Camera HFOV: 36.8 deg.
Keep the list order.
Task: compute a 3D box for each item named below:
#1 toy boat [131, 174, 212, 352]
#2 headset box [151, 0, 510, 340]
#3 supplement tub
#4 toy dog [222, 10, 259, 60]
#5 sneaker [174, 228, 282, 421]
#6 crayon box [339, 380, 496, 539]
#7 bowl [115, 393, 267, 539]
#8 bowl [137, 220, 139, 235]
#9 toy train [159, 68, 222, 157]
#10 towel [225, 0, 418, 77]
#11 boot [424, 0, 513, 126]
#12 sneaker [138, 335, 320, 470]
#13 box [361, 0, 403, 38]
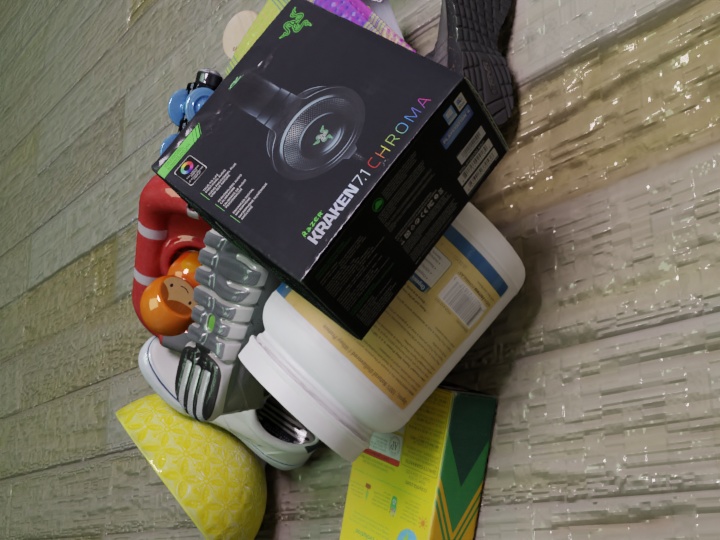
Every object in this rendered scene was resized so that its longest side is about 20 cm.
[{"bbox_3d":[-0.152,0.008,0.962,0.131,0.129,0.202,-62,-13,-54],"label":"toy boat"},{"bbox_3d":[-0.028,-0.082,0.776,0.175,0.093,0.199,-50,51,-5],"label":"headset box"},{"bbox_3d":[0.015,0.031,0.839,0.200,0.145,0.144,-48,36,-4],"label":"supplement tub"},{"bbox_3d":[-0.081,-0.137,1.012,0.095,0.131,0.204,14,108,39],"label":"toy dog"},{"bbox_3d":[-0.081,0.028,0.913,0.075,0.115,0.203,29,106,39],"label":"sneaker"},{"bbox_3d":[0.041,0.190,0.902,0.126,0.050,0.204,11,90,57],"label":"crayon box"},{"bbox_3d":[-0.154,0.196,1.130,0.107,0.202,0.200,-36,33,-13],"label":"bowl"},{"bbox_3d":[-0.129,-0.023,1.121,0.089,0.200,0.205,-7,75,34],"label":"bowl"},{"bbox_3d":[-0.170,-0.127,1.253,0.086,0.113,0.204,15,93,60],"label":"toy train"},{"bbox_3d":[-0.030,-0.155,0.898,0.144,0.023,0.200,-52,57,18],"label":"towel"},{"bbox_3d":[0.072,-0.193,0.947,0.131,0.069,0.203,-30,51,59],"label":"boot"},{"bbox_3d":[-0.121,0.118,1.055,0.071,0.199,0.074,-43,19,49],"label":"sneaker"},{"bbox_3d":[-0.010,-0.134,1.019,0.160,0.048,0.202,-105,27,-43],"label":"box"}]
